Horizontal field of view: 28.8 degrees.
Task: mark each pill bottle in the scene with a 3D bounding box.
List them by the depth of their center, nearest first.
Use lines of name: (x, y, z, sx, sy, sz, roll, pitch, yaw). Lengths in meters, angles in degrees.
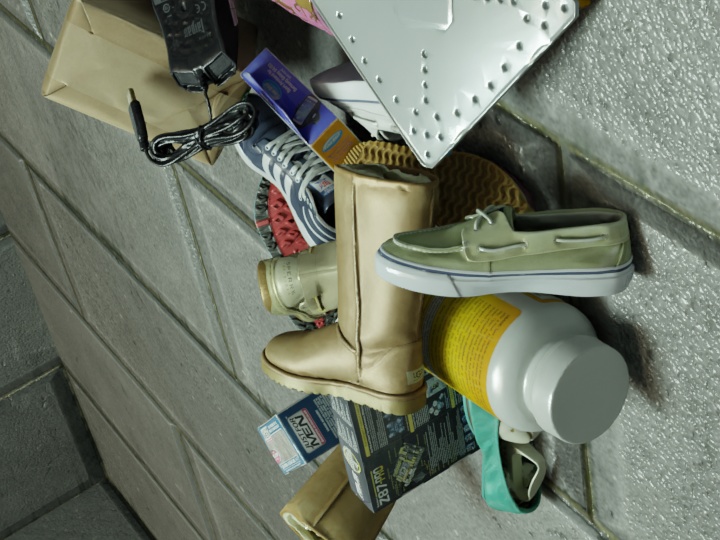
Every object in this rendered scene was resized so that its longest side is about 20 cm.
pill bottle: (0.131, 0.068, 1.184, 0.200, 0.112, 0.113, 30, 144, 52)

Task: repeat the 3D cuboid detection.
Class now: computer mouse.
computer mouse: (-0.159, -0.194, 1.261, 0.140, 0.046, 0.202, -22, 82, 32)

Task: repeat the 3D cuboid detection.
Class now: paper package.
paper package: (-0.203, -0.212, 1.389, 0.200, 0.189, 0.104, -96, 30, -66)

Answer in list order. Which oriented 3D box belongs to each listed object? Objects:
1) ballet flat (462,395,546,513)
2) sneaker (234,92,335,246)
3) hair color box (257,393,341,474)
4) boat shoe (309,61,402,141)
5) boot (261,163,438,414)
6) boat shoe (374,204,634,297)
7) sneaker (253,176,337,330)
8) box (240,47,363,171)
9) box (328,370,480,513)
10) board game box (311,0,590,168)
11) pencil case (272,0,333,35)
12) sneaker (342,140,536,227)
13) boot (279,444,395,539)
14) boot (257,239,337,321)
ballet flat: (0.147, 0.160, 1.356, 0.070, 0.067, 0.201, 14, 135, 30)
sneaker: (-0.062, -0.108, 1.460, 0.201, 0.070, 0.108, 55, 165, -4)
hair color box: (-0.002, 0.130, 1.449, 0.061, 0.199, 0.100, 58, 160, 5)
boat shoe: (0.020, -0.144, 1.220, 0.200, 0.073, 0.066, 23, 134, 60)
boot: (-0.010, 0.006, 1.194, 0.174, 0.066, 0.202, 11, 112, 29)
boat shoe: (0.109, -0.020, 1.071, 0.072, 0.198, 0.063, -73, -18, -66)
sneaker: (-0.079, -0.032, 1.577, 0.096, 0.079, 0.202, -139, 39, -74)
box: (-0.034, -0.127, 1.300, 0.119, 0.041, 0.200, 47, -179, 33)
box: (0.052, 0.123, 1.371, 0.049, 0.161, 0.201, 38, 151, 44)
board game box: (0.053, -0.210, 1.032, 0.201, 0.026, 0.200, 57, 138, 11)
pencil case: (-0.057, -0.270, 1.214, 0.200, 0.087, 0.083, 40, 177, 43)
sneaker: (0.079, -0.062, 1.213, 0.199, 0.075, 0.090, 22, 178, 37)
boot: (-0.020, 0.194, 1.520, 0.175, 0.200, 0.066, 33, 153, 14)
boot: (0.000, 0.000, 1.402, 0.200, 0.154, 0.073, 7, -110, -71)
